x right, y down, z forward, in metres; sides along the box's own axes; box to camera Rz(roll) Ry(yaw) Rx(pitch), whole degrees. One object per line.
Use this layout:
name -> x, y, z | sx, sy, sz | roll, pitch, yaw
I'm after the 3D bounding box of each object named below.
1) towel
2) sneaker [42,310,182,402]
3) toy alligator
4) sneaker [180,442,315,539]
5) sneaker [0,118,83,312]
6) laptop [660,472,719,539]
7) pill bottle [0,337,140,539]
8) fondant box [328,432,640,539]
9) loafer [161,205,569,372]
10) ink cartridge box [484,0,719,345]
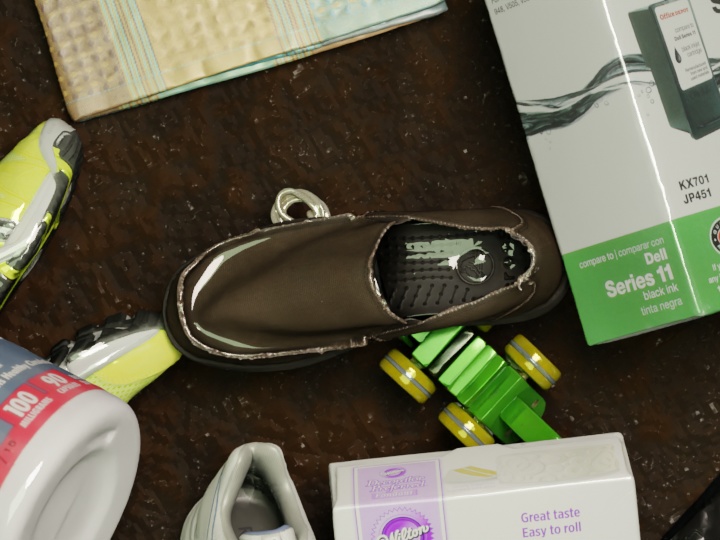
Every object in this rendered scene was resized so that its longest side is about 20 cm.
towel -> -0.071, -0.170, 1.467 | 0.200, 0.022, 0.147 | -17, 88, 3
sneaker -> -0.156, 0.099, 1.445 | 0.200, 0.078, 0.090 | -40, 96, 7
toy alligator -> 0.035, 0.031, 1.448 | 0.200, 0.054, 0.059 | 43, 89, 10
sneaker -> -0.045, 0.172, 1.387 | 0.074, 0.087, 0.200 | -9, 55, -16
sneaker -> -0.213, 0.001, 1.441 | 0.076, 0.075, 0.200 | 37, 89, 1
laptop -> 0.289, 0.146, 1.462 | 0.200, 0.103, 0.177 | 42, 90, 27
pill bottle -> -0.215, 0.073, 1.349 | 0.200, 0.120, 0.120 | 25, 90, 18
fondant box -> 0.066, 0.186, 1.410 | 0.144, 0.058, 0.200 | -6, 109, 1
loafer -> 0.000, 0.000, 1.391 | 0.200, 0.071, 0.073 | -12, 81, 4
ink cartridge box -> 0.154, -0.080, 1.397 | 0.147, 0.083, 0.200 | -17, 89, -39
